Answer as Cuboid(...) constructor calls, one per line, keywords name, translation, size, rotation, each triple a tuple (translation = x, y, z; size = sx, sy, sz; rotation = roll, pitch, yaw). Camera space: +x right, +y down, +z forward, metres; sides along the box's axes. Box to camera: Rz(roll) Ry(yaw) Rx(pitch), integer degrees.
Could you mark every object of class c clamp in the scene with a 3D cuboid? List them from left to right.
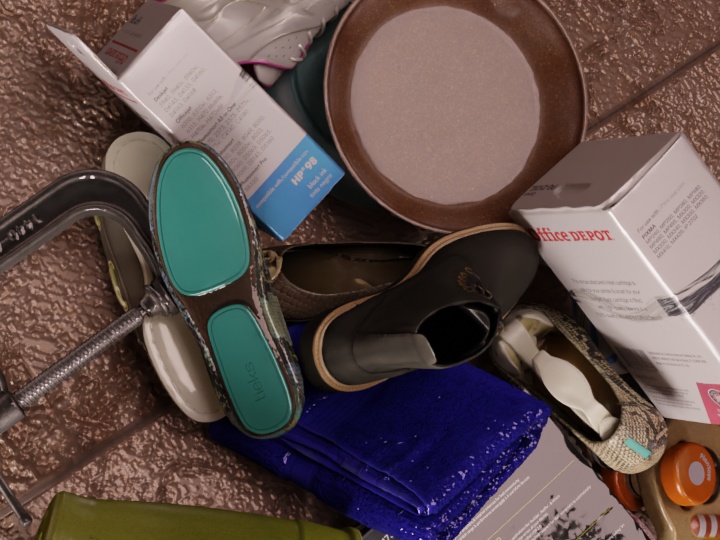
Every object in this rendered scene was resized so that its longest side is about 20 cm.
Cuboid(name="c clamp", translation=(-0.198, 0.038, 1.326), size=(0.200, 0.027, 0.171), rotation=(-41, 82, -7))

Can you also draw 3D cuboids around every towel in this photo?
Cuboid(name="towel", translation=(0.011, 0.097, 1.370), size=(0.199, 0.050, 0.148), rotation=(26, 55, 31))

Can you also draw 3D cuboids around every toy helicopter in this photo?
Cuboid(name="toy helicopter", translation=(0.276, 0.198, 1.554), size=(0.132, 0.079, 0.201), rotation=(-32, 102, -40))

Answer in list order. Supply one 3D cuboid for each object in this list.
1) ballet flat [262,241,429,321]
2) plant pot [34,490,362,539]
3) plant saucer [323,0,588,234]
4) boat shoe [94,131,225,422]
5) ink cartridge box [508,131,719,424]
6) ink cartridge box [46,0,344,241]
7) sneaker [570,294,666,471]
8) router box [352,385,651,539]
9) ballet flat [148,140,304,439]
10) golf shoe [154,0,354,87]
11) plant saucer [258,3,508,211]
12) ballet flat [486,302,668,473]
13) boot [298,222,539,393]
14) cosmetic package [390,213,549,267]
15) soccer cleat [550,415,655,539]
Cuboid(name="ballet flat", translation=(0.000, 0.000, 1.419), size=(0.198, 0.047, 0.068), rotation=(1, 50, -2))
Cuboid(name="plant pot", translation=(-0.122, 0.227, 1.263), size=(0.192, 0.200, 0.202), rotation=(20, 66, -9))
Cuboid(name="plant saucer", translation=(0.065, -0.121, 1.448), size=(0.199, 0.037, 0.202), rotation=(2, 81, -15))
Cuboid(name="boat shoe", translation=(-0.132, 0.008, 1.381), size=(0.072, 0.060, 0.203), rotation=(-15, 83, -25))
Cuboid(name="ink cartridge box", translation=(0.215, 0.007, 1.394), size=(0.084, 0.145, 0.200), rotation=(-44, 106, -17))
Cuboid(name="ink cartridge box", translation=(-0.113, -0.117, 1.367), size=(0.067, 0.116, 0.200), rotation=(-47, 110, -5))
Cuboid(name="sneaker", translation=(0.189, 0.048, 1.500), size=(0.071, 0.072, 0.202), rotation=(2, 87, -27))
Cuboid(name="router box", translation=(0.084, 0.201, 1.407), size=(0.200, 0.051, 0.149), rotation=(-40, 95, -9))
Cuboid(name="ballet flat", translation=(-0.088, 0.013, 1.328), size=(0.074, 0.074, 0.202), rotation=(-17, 93, -31))
Cuboid(name="golf shoe", translation=(-0.050, -0.186, 1.456), size=(0.199, 0.075, 0.092), rotation=(-18, 95, -1))
Cuboid(name="plant saucer", translation=(0.024, -0.142, 1.491), size=(0.198, 0.027, 0.202), rotation=(2, 71, -6))
Cuboid(name="ballet flat", translation=(0.140, 0.070, 1.440), size=(0.068, 0.200, 0.075), rotation=(-52, 134, 5))
Cuboid(name="boot", translation=(0.074, 0.024, 1.320), size=(0.199, 0.138, 0.078), rotation=(-33, 102, -32))
Cuboid(name="cosmetic package", translation=(0.125, -0.058, 1.545), size=(0.199, 0.051, 0.083), rotation=(17, 66, -23))
Cuboid(name="soccer cleat", translation=(0.146, 0.149, 1.485), size=(0.199, 0.070, 0.087), rotation=(31, 63, -17))
